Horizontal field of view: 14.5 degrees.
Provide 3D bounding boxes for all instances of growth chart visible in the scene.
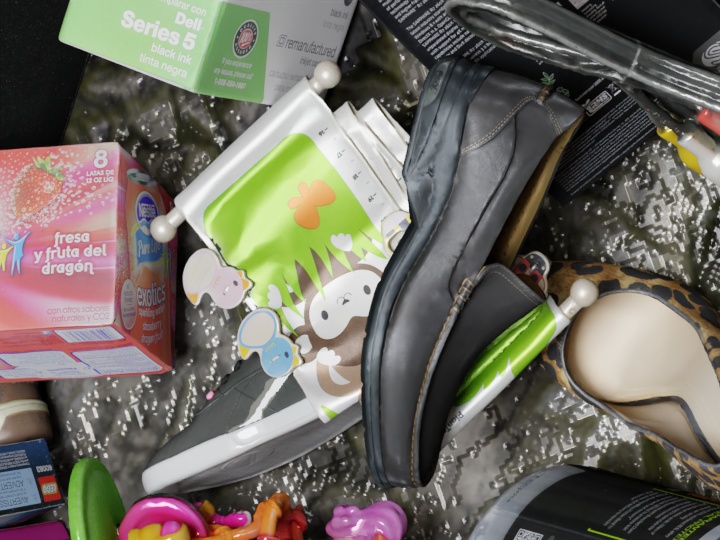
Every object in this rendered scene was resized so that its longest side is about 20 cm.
[{"bbox_3d":[0.000,0.000,1.353,0.200,0.018,0.145,43,100,20],"label":"growth chart"}]

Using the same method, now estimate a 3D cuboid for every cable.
[{"bbox_3d":[0.131,-0.076,1.273,0.199,0.097,0.051,21,85,-20],"label":"cable"}]

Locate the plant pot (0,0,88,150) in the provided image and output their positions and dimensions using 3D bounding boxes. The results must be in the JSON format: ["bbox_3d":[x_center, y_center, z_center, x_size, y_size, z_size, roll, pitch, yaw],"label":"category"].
[{"bbox_3d":[-0.256,-0.160,1.440,0.199,0.177,0.201,22,97,20],"label":"plant pot"}]

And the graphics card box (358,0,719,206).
[{"bbox_3d":[0.076,-0.139,1.314,0.125,0.051,0.200,-40,112,17],"label":"graphics card box"}]

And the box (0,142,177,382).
[{"bbox_3d":[-0.199,0.001,1.421,0.199,0.103,0.095,-4,73,14],"label":"box"}]

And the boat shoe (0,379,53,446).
[{"bbox_3d":[-0.261,0.087,1.502,0.201,0.075,0.075,-19,78,10],"label":"boat shoe"}]

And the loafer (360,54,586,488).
[{"bbox_3d":[0.049,0.006,1.286,0.072,0.073,0.201,13,97,14],"label":"loafer"}]

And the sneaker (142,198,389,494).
[{"bbox_3d":[-0.037,0.033,1.410,0.199,0.071,0.100,-31,75,15],"label":"sneaker"}]

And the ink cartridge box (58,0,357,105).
[{"bbox_3d":[-0.051,-0.188,1.370,0.084,0.145,0.201,22,98,23],"label":"ink cartridge box"}]

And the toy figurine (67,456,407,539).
[{"bbox_3d":[-0.028,0.168,1.371,0.183,0.150,0.201,-13,101,10],"label":"toy figurine"}]

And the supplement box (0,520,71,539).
[{"bbox_3d":[-0.170,0.240,1.444,0.101,0.103,0.201,-32,76,19],"label":"supplement box"}]

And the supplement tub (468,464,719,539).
[{"bbox_3d":[0.144,0.161,1.262,0.200,0.122,0.123,11,95,55],"label":"supplement tub"}]

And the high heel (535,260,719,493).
[{"bbox_3d":[0.127,0.043,1.299,0.199,0.142,0.072,28,100,20],"label":"high heel"}]

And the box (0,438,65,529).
[{"bbox_3d":[-0.268,0.141,1.443,0.199,0.136,0.038,-25,79,34],"label":"box"}]
